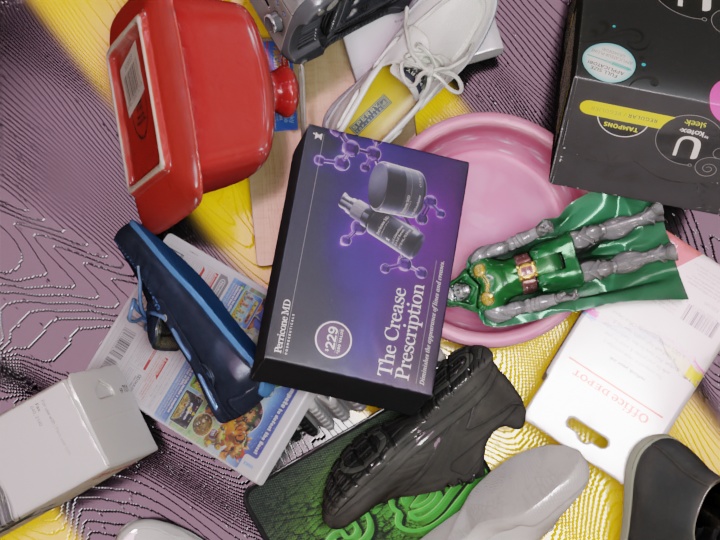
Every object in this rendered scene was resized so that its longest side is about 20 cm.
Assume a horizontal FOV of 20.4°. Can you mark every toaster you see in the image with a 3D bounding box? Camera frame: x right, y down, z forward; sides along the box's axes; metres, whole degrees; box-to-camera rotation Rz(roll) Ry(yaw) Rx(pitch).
[{"bbox_3d":[-0.018,-0.274,1.674,0.199,0.114,0.129,-31,76,-23],"label":"toaster"}]

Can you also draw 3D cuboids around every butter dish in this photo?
[{"bbox_3d":[-0.123,-0.145,1.687,0.147,0.200,0.201,-9,85,-20],"label":"butter dish"}]

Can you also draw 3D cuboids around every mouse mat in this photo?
[{"bbox_3d":[0.019,0.207,1.707,0.199,0.008,0.162,-30,100,-3],"label":"mouse mat"}]

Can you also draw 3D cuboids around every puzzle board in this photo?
[{"bbox_3d":[-0.025,-0.110,1.752,0.150,0.017,0.201,-6,84,1],"label":"puzzle board"}]

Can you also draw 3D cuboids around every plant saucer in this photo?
[{"bbox_3d":[0.106,-0.033,1.716,0.199,0.051,0.202,1,83,-8],"label":"plant saucer"}]

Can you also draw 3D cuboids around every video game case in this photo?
[{"bbox_3d":[-0.124,0.072,1.695,0.199,0.018,0.144,29,85,28],"label":"video game case"}]

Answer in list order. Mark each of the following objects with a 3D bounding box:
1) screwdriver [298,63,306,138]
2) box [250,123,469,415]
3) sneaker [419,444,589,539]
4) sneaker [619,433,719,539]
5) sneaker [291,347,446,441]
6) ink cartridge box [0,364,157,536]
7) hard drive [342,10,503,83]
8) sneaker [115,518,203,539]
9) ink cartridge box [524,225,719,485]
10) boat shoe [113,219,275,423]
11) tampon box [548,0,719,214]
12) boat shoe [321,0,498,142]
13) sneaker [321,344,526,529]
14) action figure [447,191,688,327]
[{"bbox_3d":[-0.042,-0.077,1.695,0.029,0.028,0.201,1,111,-5],"label":"screwdriver"},{"bbox_3d":[0.000,0.000,1.616,0.140,0.079,0.201,12,72,-6],"label":"box"},{"bbox_3d":[0.124,0.228,1.687,0.200,0.075,0.088,-39,117,14],"label":"sneaker"},{"bbox_3d":[0.264,0.244,1.643,0.074,0.106,0.201,-13,110,-19],"label":"sneaker"},{"bbox_3d":[-0.028,0.088,1.714,0.199,0.075,0.081,-21,67,0],"label":"sneaker"},{"bbox_3d":[-0.285,0.164,1.646,0.199,0.146,0.086,-28,86,10],"label":"ink cartridge box"},{"bbox_3d":[0.034,-0.266,1.749,0.131,0.027,0.201,-16,79,-1],"label":"hard drive"},{"bbox_3d":[-0.132,0.286,1.675,0.078,0.099,0.200,-44,86,-3],"label":"sneaker"},{"bbox_3d":[0.233,0.072,1.707,0.116,0.068,0.201,33,85,5],"label":"ink cartridge box"},{"bbox_3d":[-0.153,0.041,1.662,0.069,0.084,0.200,-44,60,8],"label":"boat shoe"},{"bbox_3d":[0.244,-0.170,1.654,0.149,0.127,0.201,10,49,1],"label":"tampon box"},{"bbox_3d":[0.044,-0.167,1.672,0.075,0.086,0.202,42,99,-17],"label":"boat shoe"},{"bbox_3d":[0.054,0.155,1.662,0.200,0.076,0.091,-40,110,10],"label":"sneaker"},{"bbox_3d":[0.160,-0.004,1.661,0.199,0.055,0.119,-18,78,3],"label":"action figure"}]
